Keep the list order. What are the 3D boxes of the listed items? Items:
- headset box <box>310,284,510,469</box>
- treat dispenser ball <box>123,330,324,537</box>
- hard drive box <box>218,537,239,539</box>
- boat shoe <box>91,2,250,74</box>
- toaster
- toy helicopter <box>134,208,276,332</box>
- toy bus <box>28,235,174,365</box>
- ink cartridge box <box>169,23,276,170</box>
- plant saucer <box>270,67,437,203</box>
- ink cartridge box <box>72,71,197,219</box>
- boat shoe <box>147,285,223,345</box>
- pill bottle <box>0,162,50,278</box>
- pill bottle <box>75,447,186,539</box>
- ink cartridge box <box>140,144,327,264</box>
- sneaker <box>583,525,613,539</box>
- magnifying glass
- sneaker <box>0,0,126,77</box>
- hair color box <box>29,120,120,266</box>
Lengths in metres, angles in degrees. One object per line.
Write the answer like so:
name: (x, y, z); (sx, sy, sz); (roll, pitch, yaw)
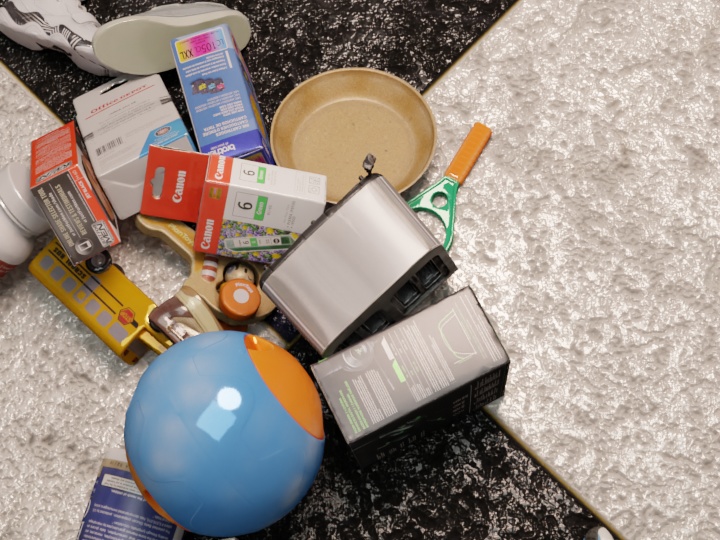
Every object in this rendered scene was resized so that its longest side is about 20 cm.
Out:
headset box: (0.050, 0.122, 1.247); (0.199, 0.174, 0.093); (-27, 72, -3)
treat dispenser ball: (-0.134, 0.161, 1.164); (0.199, 0.201, 0.203); (-1, 71, 4)
hard drive box: (-0.137, 0.384, 1.186); (0.076, 0.156, 0.202); (-11, 72, 1)
boat shoe: (-0.237, -0.290, 1.444); (0.199, 0.071, 0.072); (-12, 33, -24)
toaster: (0.000, 0.000, 1.271); (0.181, 0.200, 0.119); (-43, 73, 1)
toy helicopter: (-0.173, -0.021, 1.361); (0.199, 0.079, 0.132); (38, 56, 4)
toy bus: (-0.286, 0.039, 1.360); (0.200, 0.065, 0.078); (40, 80, 16)
ink cartridge box: (-0.151, -0.164, 1.378); (0.076, 0.137, 0.202); (-16, 71, 2)
plant saucer: (-0.008, -0.153, 1.401); (0.198, 0.036, 0.202); (0, 60, 1)
ink cartridge box: (-0.266, -0.159, 1.398); (0.115, 0.068, 0.200); (-26, 40, -4)
boat shoe: (-0.163, 0.118, 1.293); (0.072, 0.072, 0.201); (-34, 100, -19)
pill bottle: (-0.450, -0.033, 1.350); (0.199, 0.112, 0.113); (-34, 71, 10)
pill bottle: (-0.249, 0.300, 1.247); (0.110, 0.111, 0.202); (13, 73, 9)
ink cartridge box: (-0.144, -0.069, 1.303); (0.198, 0.109, 0.051); (10, 44, -9)
sneaker: (0.295, 0.354, 1.211); (0.086, 0.075, 0.202); (-21, 79, -10)
magnifying glass: (0.098, -0.089, 1.395); (0.079, 0.022, 0.201); (28, 78, 13)
sneaker: (-0.357, -0.324, 1.480); (0.198, 0.075, 0.116); (21, 77, 15)
hair color box: (-0.325, -0.092, 1.330); (0.061, 0.200, 0.102); (-26, 116, -4)
